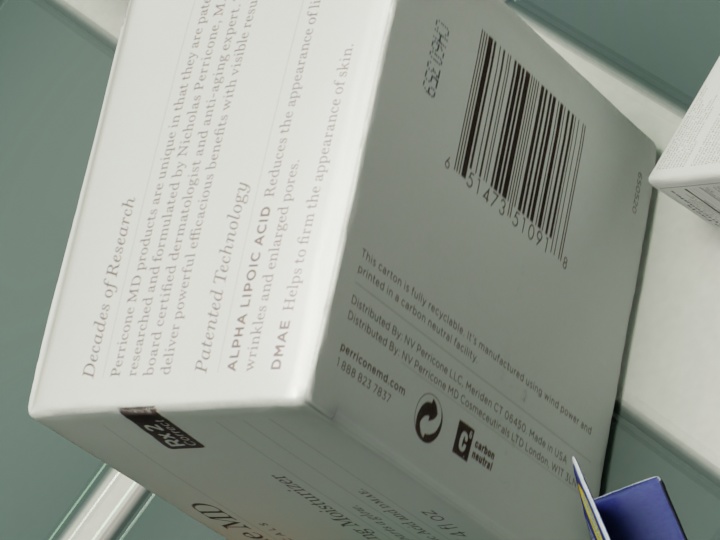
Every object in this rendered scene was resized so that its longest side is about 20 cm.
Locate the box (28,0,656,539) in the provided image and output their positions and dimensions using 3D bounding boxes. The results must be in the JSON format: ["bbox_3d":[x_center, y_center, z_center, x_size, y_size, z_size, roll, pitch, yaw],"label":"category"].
[{"bbox_3d":[0.000,0.000,1.152,0.130,0.199,0.201,-4,64,36],"label":"box"}]

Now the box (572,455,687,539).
[{"bbox_3d":[0.113,0.154,0.985,0.032,0.200,0.122,-20,52,-1],"label":"box"}]

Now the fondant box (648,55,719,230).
[{"bbox_3d":[0.188,-0.081,1.082,0.145,0.058,0.200,-59,10,-6],"label":"fondant box"}]
